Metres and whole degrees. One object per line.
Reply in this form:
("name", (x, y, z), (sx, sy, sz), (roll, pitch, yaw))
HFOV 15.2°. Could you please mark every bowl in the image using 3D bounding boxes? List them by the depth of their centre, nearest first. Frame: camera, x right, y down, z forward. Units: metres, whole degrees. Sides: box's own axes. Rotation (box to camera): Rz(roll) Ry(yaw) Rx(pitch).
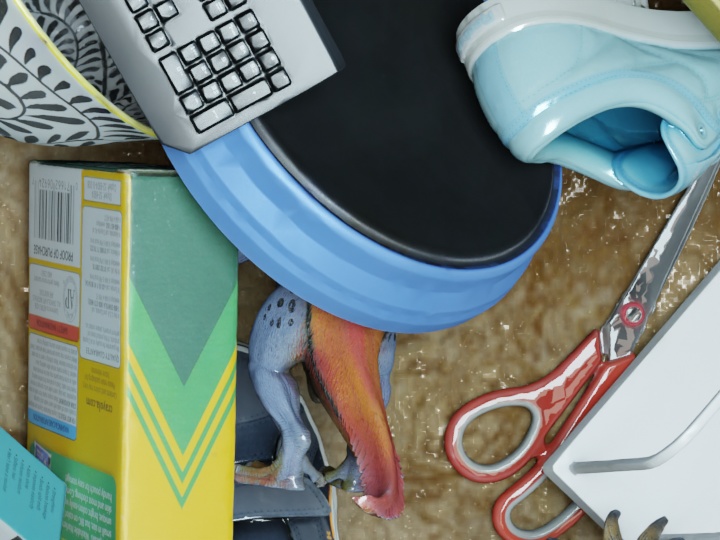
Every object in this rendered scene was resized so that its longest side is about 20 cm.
("bowl", (-0.149, -0.124, 1.080), (0.094, 0.201, 0.201), (-26, 96, 20))
("bowl", (0.000, -0.071, 1.088), (0.201, 0.201, 0.039), (45, 129, -7))

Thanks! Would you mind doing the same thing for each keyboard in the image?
("keyboard", (-0.072, -0.150, 0.978), (0.104, 0.040, 0.200), (-30, 97, -4))

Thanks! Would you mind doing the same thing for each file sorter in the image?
("file sorter", (0.209, 0.099, 1.136), (0.200, 0.125, 0.139), (44, 75, -7))

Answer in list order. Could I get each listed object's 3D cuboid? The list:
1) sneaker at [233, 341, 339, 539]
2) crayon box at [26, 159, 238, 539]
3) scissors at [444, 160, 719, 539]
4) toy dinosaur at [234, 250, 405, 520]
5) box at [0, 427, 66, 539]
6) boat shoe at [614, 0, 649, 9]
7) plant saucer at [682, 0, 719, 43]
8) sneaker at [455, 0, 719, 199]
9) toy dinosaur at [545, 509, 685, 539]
("sneaker", (-0.042, 0.129, 1.143), (0.078, 0.079, 0.200), (-11, 93, -6))
("crayon box", (-0.096, 0.056, 1.104), (0.052, 0.126, 0.200), (0, 94, -25))
("scissors", (0.118, 0.034, 1.191), (0.073, 0.014, 0.200), (43, 87, -5))
("toy dinosaur", (0.000, 0.000, 1.106), (0.105, 0.200, 0.182), (7, 91, -33))
("box", (-0.209, 0.059, 1.038), (0.082, 0.049, 0.200), (-28, 126, 23))
("boat shoe", (0.100, -0.185, 1.149), (0.069, 0.071, 0.200), (-3, 103, -7))
("plant saucer", (0.201, -0.139, 1.122), (0.200, 0.048, 0.200), (44, 57, -25))
("sneaker", (0.130, -0.061, 1.124), (0.200, 0.074, 0.082), (2, 60, -30))
("toy dinosaur", (0.093, 0.162, 1.122), (0.136, 0.200, 0.086), (53, 55, -20))
